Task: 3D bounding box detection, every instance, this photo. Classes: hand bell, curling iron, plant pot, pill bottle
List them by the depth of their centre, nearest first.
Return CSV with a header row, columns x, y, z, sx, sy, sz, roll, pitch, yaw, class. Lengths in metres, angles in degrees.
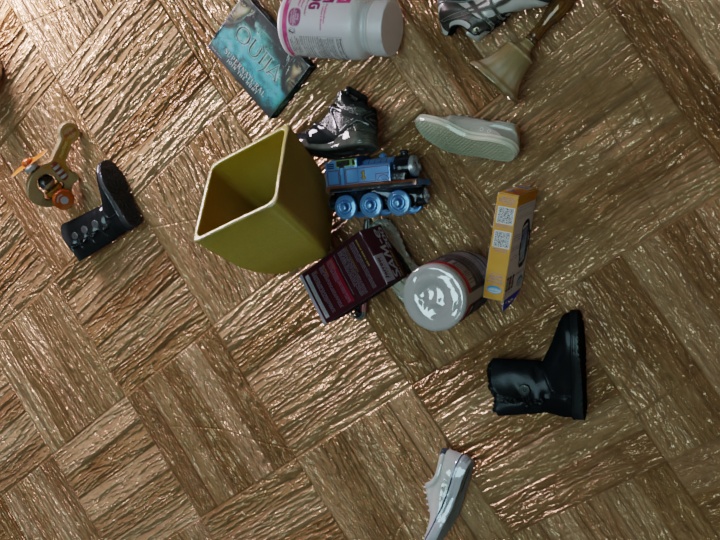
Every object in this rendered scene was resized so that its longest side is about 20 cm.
x,y,z,sx,sy,sz,roll,pitch,yaw,class
0.279,-0.377,1.263,0.104,0.104,0.200,44,103,12,hand bell
0.158,0.026,1.329,0.110,0.200,0.111,6,103,26,pill bottle
-0.034,-0.428,1.379,0.199,0.113,0.114,10,105,24,pill bottle
-0.155,-0.105,1.453,0.194,0.200,0.196,-21,46,29,plant pot
0.000,0.000,1.502,0.049,0.026,0.201,14,106,22,curling iron

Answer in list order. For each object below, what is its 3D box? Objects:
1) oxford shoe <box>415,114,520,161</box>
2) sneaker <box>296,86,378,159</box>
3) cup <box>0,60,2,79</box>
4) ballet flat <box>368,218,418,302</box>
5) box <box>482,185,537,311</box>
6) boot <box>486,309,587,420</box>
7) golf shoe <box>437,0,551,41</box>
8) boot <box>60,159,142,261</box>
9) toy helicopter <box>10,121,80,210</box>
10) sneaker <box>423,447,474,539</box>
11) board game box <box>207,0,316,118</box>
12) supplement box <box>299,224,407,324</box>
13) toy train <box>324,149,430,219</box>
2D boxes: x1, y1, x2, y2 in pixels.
x,y,z,sx,sy,sz,roll,pitch,yaw,class
0.186,-0.236,1.345,0.200,0.075,0.058,18,67,31,oxford shoe
-0.046,-0.268,1.447,0.199,0.076,0.115,-2,78,43,sneaker
-0.911,-0.466,1.798,0.200,0.143,0.201,6,104,25,cup
0.066,-0.001,1.448,0.072,0.072,0.200,-33,86,28,ballet flat
0.248,-0.036,1.317,0.041,0.119,0.201,15,107,24,box
0.300,0.163,1.356,0.168,0.076,0.201,1,107,23,boot
0.218,-0.421,1.281,0.200,0.078,0.095,12,110,35,golf shoe
-0.595,-0.132,1.760,0.200,0.066,0.165,-25,87,33,boot
-0.686,-0.240,1.753,0.079,0.132,0.201,26,95,54,toy helicopter
0.155,0.429,1.499,0.071,0.073,0.201,25,102,30,sneaker
-0.192,-0.411,1.511,0.200,0.028,0.135,49,118,10,board game box
-0.017,0.010,1.441,0.200,0.061,0.109,-33,81,46,supplement box
0.029,-0.154,1.422,0.199,0.087,0.115,-3,96,27,toy train
